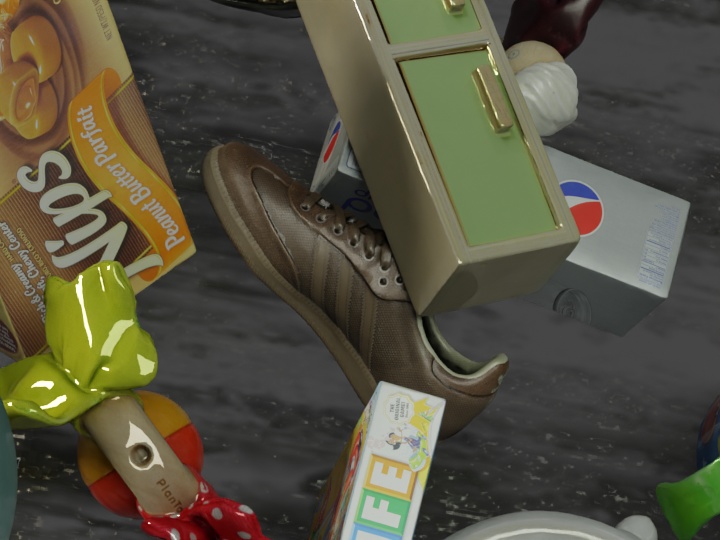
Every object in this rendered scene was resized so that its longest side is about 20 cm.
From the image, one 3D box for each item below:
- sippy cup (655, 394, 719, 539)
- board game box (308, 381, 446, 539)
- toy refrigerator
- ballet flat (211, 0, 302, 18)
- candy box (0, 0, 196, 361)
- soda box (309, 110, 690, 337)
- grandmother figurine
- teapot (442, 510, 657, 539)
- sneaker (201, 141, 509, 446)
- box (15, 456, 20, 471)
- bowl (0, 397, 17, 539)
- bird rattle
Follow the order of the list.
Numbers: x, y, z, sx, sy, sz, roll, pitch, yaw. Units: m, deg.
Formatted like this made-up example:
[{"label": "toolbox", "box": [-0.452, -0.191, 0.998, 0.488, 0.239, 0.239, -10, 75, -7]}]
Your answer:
[{"label": "sippy cup", "box": [0.249, 0.092, 1.499, 0.177, 0.130, 0.140, 12, 70, -13]}, {"label": "board game box", "box": [-0.006, 0.150, 1.359, 0.034, 0.200, 0.135, 16, 68, -4]}, {"label": "toy refrigerator", "box": [0.039, -0.085, 1.445, 0.076, 0.070, 0.201, -10, 68, -25]}, {"label": "ballet flat", "box": [-0.103, -0.183, 1.503, 0.199, 0.068, 0.068, 10, 100, -14]}, {"label": "candy box", "box": [-0.167, -0.063, 1.393, 0.115, 0.055, 0.201, -36, 131, -24]}, {"label": "soda box", "box": [0.075, -0.034, 1.518, 0.199, 0.068, 0.064, 21, 65, -11]}, {"label": "grandmother figurine", "box": [0.103, -0.148, 1.536, 0.060, 0.121, 0.201, 25, 45, -12]}, {"label": "teapot", "box": [0.087, 0.227, 1.396, 0.199, 0.146, 0.198, -14, 70, -7]}, {"label": "sneaker", "box": [0.000, 0.000, 1.470, 0.075, 0.070, 0.200, -37, 96, 18]}, {"label": "box", "box": [-0.281, 0.135, 1.306, 0.199, 0.149, 0.125, 18, 66, -11]}, {"label": "bowl", "box": [-0.238, 0.072, 1.202, 0.200, 0.105, 0.202, 7, 67, -18]}, {"label": "bird rattle", "box": [-0.101, 0.092, 1.369, 0.200, 0.163, 0.113, 44, 88, 0]}]
